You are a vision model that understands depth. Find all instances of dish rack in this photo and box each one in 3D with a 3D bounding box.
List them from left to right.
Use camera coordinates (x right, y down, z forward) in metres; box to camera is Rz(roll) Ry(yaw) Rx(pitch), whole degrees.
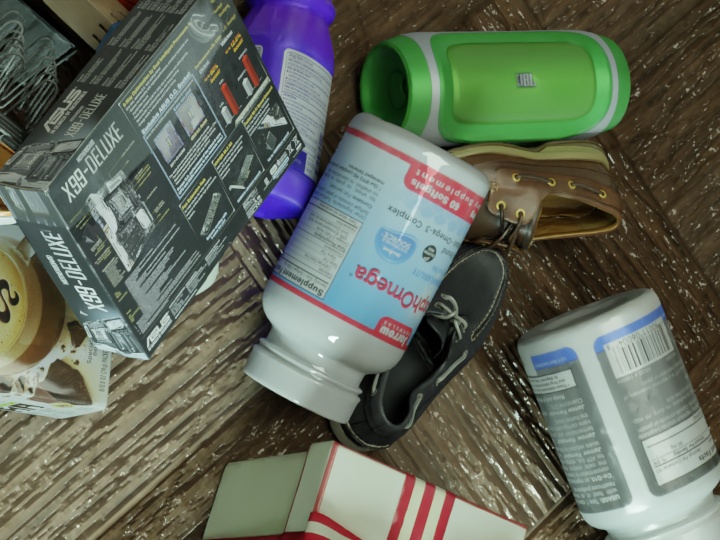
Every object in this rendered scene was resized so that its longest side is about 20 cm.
[{"bbox_3d":[-0.252,-0.151,1.462,0.153,0.200,0.055,39,102,-20],"label":"dish rack"}]

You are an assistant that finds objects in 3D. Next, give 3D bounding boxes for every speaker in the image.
[{"bbox_3d":[0.102,-0.137,1.719,0.200,0.088,0.089,-5,84,-31],"label":"speaker"}]

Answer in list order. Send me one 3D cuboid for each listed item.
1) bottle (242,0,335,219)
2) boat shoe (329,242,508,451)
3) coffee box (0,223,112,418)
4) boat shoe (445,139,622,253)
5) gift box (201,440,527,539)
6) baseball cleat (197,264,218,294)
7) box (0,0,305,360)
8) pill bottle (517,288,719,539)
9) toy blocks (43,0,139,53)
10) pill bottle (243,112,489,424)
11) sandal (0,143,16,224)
[{"bbox_3d":[-0.057,-0.141,1.629,0.084,0.065,0.201,32,63,-60],"label":"bottle"},{"bbox_3d":[0.057,0.052,1.672,0.073,0.063,0.200,47,61,-13],"label":"boat shoe"},{"bbox_3d":[-0.264,0.025,1.478,0.200,0.080,0.113,10,77,-29],"label":"coffee box"},{"bbox_3d":[0.109,-0.050,1.700,0.200,0.072,0.068,-7,54,-27],"label":"boat shoe"},{"bbox_3d":[-0.005,0.237,1.535,0.184,0.187,0.201,20,71,-26],"label":"gift box"},{"bbox_3d":[-0.152,-0.076,1.563,0.106,0.070,0.201,-14,89,-39],"label":"baseball cleat"},{"bbox_3d":[-0.130,-0.068,1.463,0.200,0.050,0.158,-56,139,-28],"label":"box"},{"bbox_3d":[0.203,0.125,1.718,0.114,0.114,0.200,-23,94,-31],"label":"pill bottle"},{"bbox_3d":[-0.148,-0.205,1.541,0.137,0.100,0.200,43,34,7],"label":"toy blocks"},{"bbox_3d":[0.000,0.000,1.597,0.109,0.109,0.200,26,91,-24],"label":"pill bottle"},{"bbox_3d":[-0.289,-0.102,1.451,0.206,0.059,0.079,25,57,8],"label":"sandal"}]
